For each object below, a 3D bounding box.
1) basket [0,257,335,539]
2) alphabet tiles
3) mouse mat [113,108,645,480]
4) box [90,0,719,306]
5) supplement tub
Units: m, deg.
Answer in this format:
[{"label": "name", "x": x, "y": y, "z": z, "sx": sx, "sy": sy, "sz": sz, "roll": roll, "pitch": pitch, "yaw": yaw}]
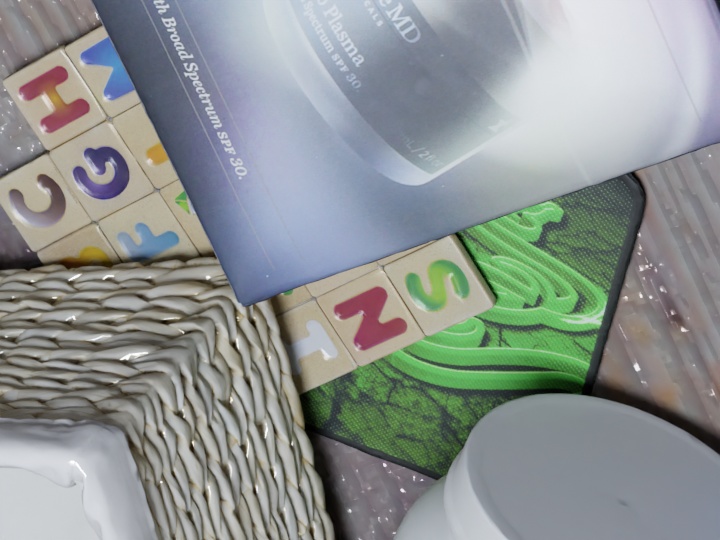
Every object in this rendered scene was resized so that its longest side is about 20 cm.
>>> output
[{"label": "basket", "x": -0.128, "y": 0.110, "z": 1.072, "sx": 0.198, "sy": 0.161, "sz": 0.201, "roll": -1, "pitch": 120, "yaw": 26}, {"label": "alphabet tiles", "x": -0.044, "y": -0.030, "z": 1.061, "sx": 0.200, "sy": 0.006, "sz": 0.167, "roll": -25, "pitch": 106, "yaw": 30}, {"label": "mouse mat", "x": 0.000, "y": 0.000, "z": 1.067, "sx": 0.199, "sy": 0.008, "sz": 0.161, "roll": 19, "pitch": 121, "yaw": 10}, {"label": "box", "x": 0.017, "y": -0.123, "z": 0.919, "sx": 0.198, "sy": 0.123, "sz": 0.200, "roll": -20, "pitch": 108, "yaw": 22}, {"label": "supplement tub", "x": 0.065, "y": 0.162, "z": 1.044, "sx": 0.145, "sy": 0.145, "sz": 0.200, "roll": 25, "pitch": 122, "yaw": 8}]
